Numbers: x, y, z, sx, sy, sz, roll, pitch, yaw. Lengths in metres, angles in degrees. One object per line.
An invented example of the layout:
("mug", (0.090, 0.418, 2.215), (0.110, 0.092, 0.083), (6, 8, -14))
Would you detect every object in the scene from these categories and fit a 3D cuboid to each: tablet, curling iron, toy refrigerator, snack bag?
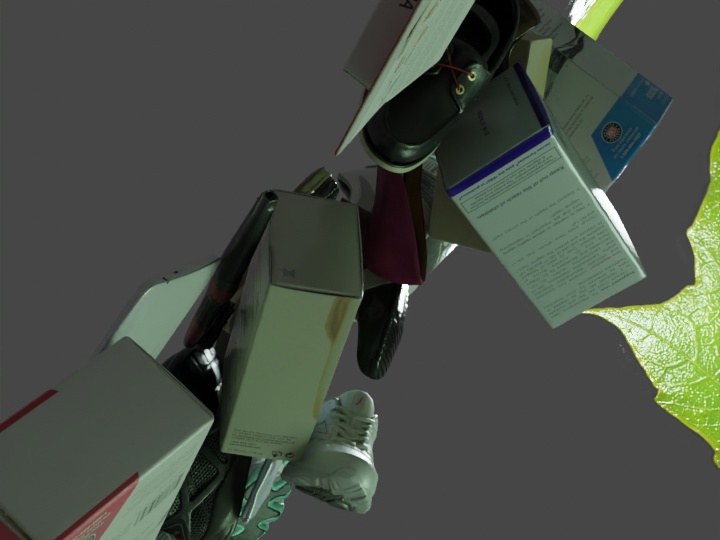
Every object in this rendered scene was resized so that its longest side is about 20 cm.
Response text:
("tablet", (-0.173, 0.076, 0.860), (0.201, 0.014, 0.130), (-54, 173, 16))
("curling iron", (-0.098, 0.001, 0.924), (0.050, 0.025, 0.200), (-58, 179, -38))
("toy refrigerator", (0.124, -0.125, 1.171), (0.070, 0.075, 0.202), (-24, 125, -60))
("snack bag", (-0.057, 0.137, 1.147), (0.189, 0.021, 0.201), (92, 23, -87))

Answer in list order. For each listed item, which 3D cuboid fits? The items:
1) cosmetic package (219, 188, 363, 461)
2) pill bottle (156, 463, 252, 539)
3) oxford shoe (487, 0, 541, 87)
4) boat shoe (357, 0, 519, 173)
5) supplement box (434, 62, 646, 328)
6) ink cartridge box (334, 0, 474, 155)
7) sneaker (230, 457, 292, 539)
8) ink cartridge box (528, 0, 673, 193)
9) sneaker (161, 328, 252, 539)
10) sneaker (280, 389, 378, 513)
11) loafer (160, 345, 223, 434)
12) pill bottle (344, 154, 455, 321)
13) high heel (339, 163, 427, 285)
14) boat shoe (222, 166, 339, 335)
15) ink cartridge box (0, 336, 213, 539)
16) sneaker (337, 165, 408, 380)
("cosmetic package", (-0.057, 0.047, 0.957), (0.201, 0.070, 0.106), (111, -17, -45))
("pill bottle", (-0.188, 0.227, 1.160), (0.113, 0.113, 0.200), (-56, 172, 37))
("oxford shoe", (0.084, -0.158, 1.081), (0.200, 0.084, 0.073), (-53, 176, 28))
("boat shoe", (0.060, -0.154, 0.940), (0.063, 0.074, 0.202), (-40, -167, 51))
("supplement box", (0.153, -0.060, 1.070), (0.103, 0.200, 0.102), (-32, -143, 15))
("ink cartridge box", (0.046, -0.189, 0.783), (0.176, 0.045, 0.200), (-47, 172, -49))
("sneaker", (-0.132, 0.184, 1.321), (0.078, 0.139, 0.201), (27, 83, -45))
("ink cartridge box", (0.188, -0.167, 1.250), (0.145, 0.200, 0.084), (-56, 174, 38))
("sneaker", (-0.150, 0.133, 1.088), (0.076, 0.114, 0.201), (-13, -120, 60))
("sneaker", (-0.020, 0.149, 1.066), (0.100, 0.077, 0.200), (-66, -172, -8))
("loafer", (-0.162, 0.115, 0.988), (0.072, 0.073, 0.200), (-20, -169, 19))
("pill bottle", (0.028, -0.034, 1.238), (0.113, 0.113, 0.200), (-56, 172, 36))
("high heel", (0.051, -0.090, 1.009), (0.067, 0.096, 0.201), (4, 110, -60))
("boat shoe", (-0.055, -0.003, 1.029), (0.073, 0.065, 0.200), (-44, 169, -44))
("ink cartridge box", (-0.191, 0.158, 0.789), (0.146, 0.083, 0.200), (-39, 165, -43))
("sneaker", (0.000, 0.000, 1.075), (0.074, 0.088, 0.201), (84, 11, -61))
